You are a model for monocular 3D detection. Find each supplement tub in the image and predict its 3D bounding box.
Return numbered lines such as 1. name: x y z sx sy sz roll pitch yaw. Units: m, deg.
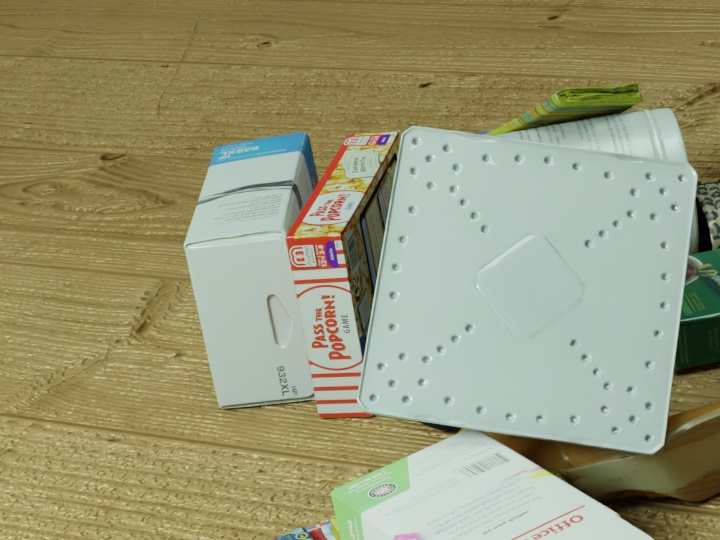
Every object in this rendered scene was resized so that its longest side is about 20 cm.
1. supplement tub: 0.163 -0.053 1.863 0.199 0.132 0.132 -10 24 1

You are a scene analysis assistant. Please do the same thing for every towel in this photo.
1. towel: 0.141 -0.118 1.909 0.086 0.018 0.200 -3 -12 -31

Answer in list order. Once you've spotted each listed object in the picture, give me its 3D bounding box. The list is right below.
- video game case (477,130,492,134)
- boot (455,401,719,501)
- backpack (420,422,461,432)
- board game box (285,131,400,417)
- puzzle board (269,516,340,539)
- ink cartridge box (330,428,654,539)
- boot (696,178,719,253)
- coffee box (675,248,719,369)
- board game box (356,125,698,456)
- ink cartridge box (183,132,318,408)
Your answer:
1. video game case: 0.090 -0.069 2.034 0.199 0.046 0.181 -9 23 2
2. boot: 0.169 0.106 1.565 0.201 0.071 0.144 -26 38 -14
3. backpack: 0.101 0.021 1.637 0.163 0.201 0.154 -14 34 -10
4. board game box: 0.000 0.000 1.785 0.046 0.152 0.200 -3 24 16
5. puzzle board: 0.028 0.199 1.496 0.150 0.017 0.200 -18 26 -16
6. ink cartridge box: 0.084 0.177 1.421 0.117 0.068 0.200 -22 27 -25
7. boot: 0.340 -0.065 1.897 0.150 0.073 0.200 -13 25 -1
8. coffee box: 0.319 0.016 1.755 0.199 0.044 0.123 -10 23 -2
9. board game box: 0.111 0.014 1.519 0.199 0.201 0.026 8 -18 5
10. ink cartridge box: -0.075 -0.002 1.824 0.083 0.146 0.200 -7 24 7
